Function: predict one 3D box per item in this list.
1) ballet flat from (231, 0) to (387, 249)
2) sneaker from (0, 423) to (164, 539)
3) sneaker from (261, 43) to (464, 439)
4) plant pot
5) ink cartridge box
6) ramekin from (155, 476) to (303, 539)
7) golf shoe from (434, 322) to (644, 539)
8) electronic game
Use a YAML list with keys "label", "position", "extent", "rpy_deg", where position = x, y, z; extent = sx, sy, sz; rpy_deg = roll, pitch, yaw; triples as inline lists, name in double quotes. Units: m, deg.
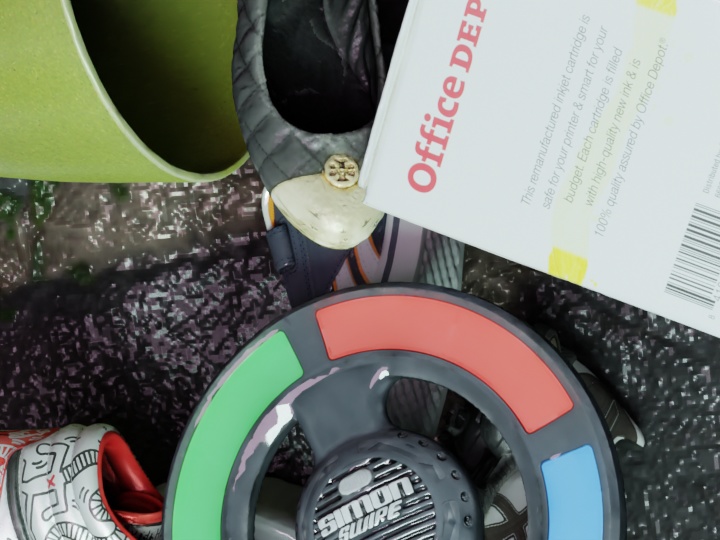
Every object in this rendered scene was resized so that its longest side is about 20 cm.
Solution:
- label: "ballet flat"
  position: [-0.019, -0.106, 1.175]
  extent: [0.066, 0.057, 0.200]
  rpy_deg: [0, 72, -19]
- label: "sneaker"
  position: [-0.120, 0.163, 1.211]
  extent: [0.108, 0.067, 0.202]
  rpy_deg: [-13, 99, 18]
- label: "sneaker"
  position: [0.000, 0.000, 1.224]
  extent: [0.079, 0.078, 0.200]
  rpy_deg: [6, 82, 22]
- label: "plant pot"
  position: [-0.164, -0.117, 1.196]
  extent: [0.200, 0.187, 0.187]
  rpy_deg: [-8, 104, 26]
- label: "ink cartridge box"
  position: [0.117, -0.069, 1.107]
  extent: [0.200, 0.083, 0.145]
  rpy_deg: [21, 122, 7]
- label: "ramekin"
  position: [-0.062, 0.184, 1.290]
  extent: [0.202, 0.094, 0.203]
  rpy_deg: [3, 106, 10]
- label: "golf shoe"
  position: [0.066, 0.123, 1.211]
  extent: [0.094, 0.200, 0.078]
  rpy_deg: [34, 154, -17]
- label: "electronic game"
  position: [0.011, 0.103, 1.137]
  extent: [0.200, 0.042, 0.200]
  rpy_deg: [-4, 79, 22]
